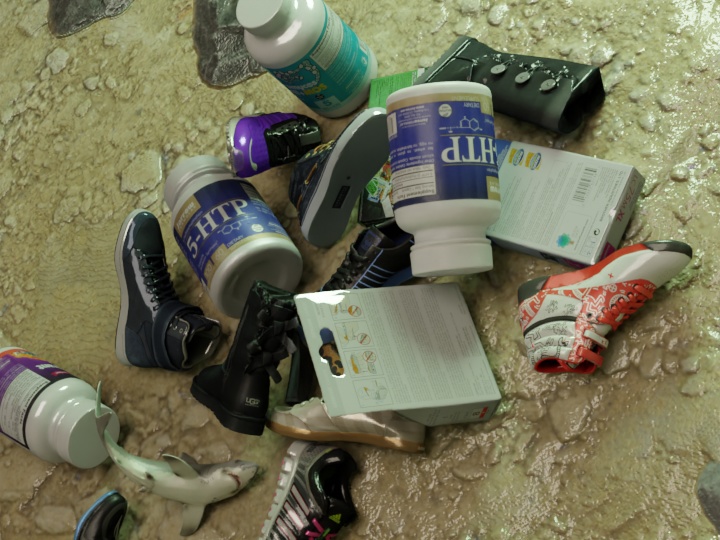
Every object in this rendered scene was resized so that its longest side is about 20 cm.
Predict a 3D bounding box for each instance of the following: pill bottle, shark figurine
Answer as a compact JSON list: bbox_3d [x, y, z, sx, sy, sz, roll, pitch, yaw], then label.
[{"bbox_3d":[-0.070,-0.281,1.796,0.110,0.200,0.111,-15,60,27],"label":"pill bottle"},{"bbox_3d":[-0.235,0.226,1.725,0.090,0.213,0.129,-72,7,-63],"label":"shark figurine"},{"bbox_3d":[-0.165,-0.048,1.789,0.120,0.120,0.200,-43,51,8],"label":"pill bottle"},{"bbox_3d":[0.093,-0.097,1.590,0.119,0.119,0.201,-8,84,30],"label":"pill bottle"},{"bbox_3d":[-0.402,0.179,1.849,0.199,0.111,0.112,21,80,38],"label":"pill bottle"}]

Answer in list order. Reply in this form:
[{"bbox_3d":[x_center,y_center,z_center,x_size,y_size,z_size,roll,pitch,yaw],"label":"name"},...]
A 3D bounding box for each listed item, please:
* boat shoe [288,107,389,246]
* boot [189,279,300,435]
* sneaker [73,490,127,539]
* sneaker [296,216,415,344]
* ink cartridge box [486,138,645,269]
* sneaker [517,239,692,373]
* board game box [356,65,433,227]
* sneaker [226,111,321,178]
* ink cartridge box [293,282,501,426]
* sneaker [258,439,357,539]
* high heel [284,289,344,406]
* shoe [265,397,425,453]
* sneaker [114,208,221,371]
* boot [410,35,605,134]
[{"bbox_3d":[-0.031,-0.132,1.744,0.201,0.070,0.091,-59,41,30],"label":"boat shoe"},{"bbox_3d":[-0.131,0.091,1.680,0.198,0.073,0.164,-152,78,-68],"label":"boot"},{"bbox_3d":[-0.308,0.366,1.732,0.082,0.071,0.201,4,70,20],"label":"sneaker"},{"bbox_3d":[0.000,0.000,1.656,0.200,0.078,0.070,-39,45,-13],"label":"sneaker"},{"bbox_3d":[0.207,-0.075,1.613,0.199,0.042,0.120,18,79,38],"label":"ink cartridge box"},{"bbox_3d":[0.259,0.045,1.507,0.200,0.067,0.109,-19,59,29],"label":"sneaker"},{"bbox_3d":[0.053,-0.153,1.767,0.104,0.023,0.201,-9,63,31],"label":"board game box"},{"bbox_3d":[-0.100,-0.162,1.785,0.099,0.200,0.070,0,106,14],"label":"sneaker"},{"bbox_3d":[0.036,0.095,1.563,0.199,0.050,0.163,-5,54,-19],"label":"ink cartridge box"},{"bbox_3d":[-0.053,0.279,1.592,0.087,0.074,0.201,-7,59,37],"label":"sneaker"},{"bbox_3d":[-0.003,0.080,1.659,0.199,0.071,0.143,-8,65,36],"label":"high heel"},{"bbox_3d":[-0.016,0.167,1.624,0.199,0.070,0.054,5,89,26],"label":"shoe"},{"bbox_3d":[-0.238,0.027,1.808,0.146,0.077,0.204,6,99,41],"label":"sneaker"},{"bbox_3d":[0.160,-0.189,1.671,0.199,0.066,0.165,24,70,34],"label":"boot"}]
